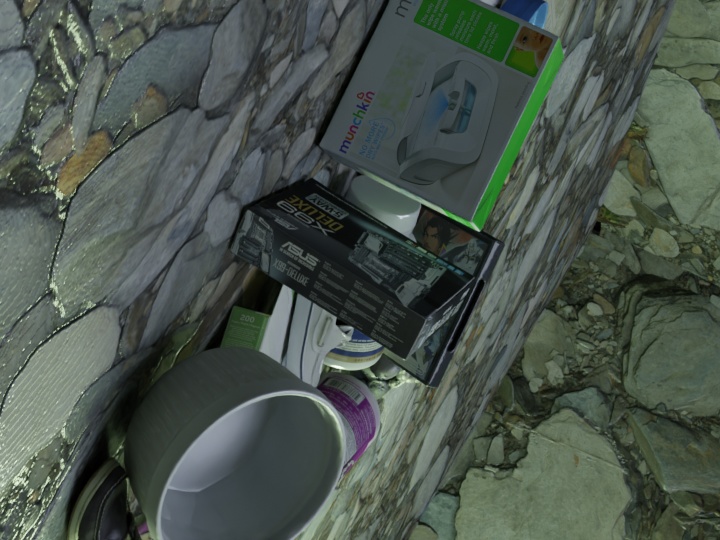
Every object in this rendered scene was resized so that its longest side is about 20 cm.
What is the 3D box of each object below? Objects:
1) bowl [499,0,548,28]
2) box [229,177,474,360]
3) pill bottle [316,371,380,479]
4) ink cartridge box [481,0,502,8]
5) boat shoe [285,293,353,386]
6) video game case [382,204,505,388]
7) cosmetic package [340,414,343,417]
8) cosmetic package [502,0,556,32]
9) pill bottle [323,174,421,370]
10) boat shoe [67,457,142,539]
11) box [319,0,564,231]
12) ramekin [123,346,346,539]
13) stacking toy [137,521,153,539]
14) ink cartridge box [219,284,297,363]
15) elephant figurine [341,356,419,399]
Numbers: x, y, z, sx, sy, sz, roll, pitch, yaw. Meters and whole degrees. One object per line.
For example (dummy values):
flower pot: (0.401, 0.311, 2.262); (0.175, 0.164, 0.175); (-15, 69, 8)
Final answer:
bowl: (0.150, -0.217, 1.643); (0.202, 0.039, 0.201); (-60, 170, -17)
box: (-0.005, -0.006, 1.390); (0.050, 0.199, 0.158); (-63, 167, 22)
pill bottle: (-0.060, 0.214, 1.792); (0.200, 0.111, 0.113); (-42, 155, -57)
ink cartridge box: (0.107, -0.283, 1.579); (0.117, 0.067, 0.202); (-49, 160, -53)
boat shoe: (-0.035, 0.052, 1.549); (0.072, 0.065, 0.202); (-62, 165, -62)
video game case: (0.056, 0.010, 1.691); (0.025, 0.199, 0.182); (17, 102, -47)
cosmetic package: (-0.100, 0.234, 1.608); (0.200, 0.089, 0.107); (-54, -167, 45)
cosmetic package: (0.193, -0.317, 1.839); (0.106, 0.071, 0.200); (-61, 167, -7)
pill bottle: (0.000, 0.000, 1.613); (0.111, 0.110, 0.202); (-43, 156, -56)
boat shoe: (-0.226, 0.254, 1.324); (0.072, 0.064, 0.202); (-44, 156, -50)
box: (0.083, -0.170, 1.465); (0.202, 0.175, 0.097); (-63, 169, 0)
ramekin: (-0.122, 0.165, 1.330); (0.199, 0.105, 0.202); (-22, 131, -27)
stacking toy: (-0.198, 0.289, 1.477); (0.200, 0.115, 0.111); (20, 94, -63)
ink cartridge box: (-0.104, 0.072, 1.498); (0.146, 0.047, 0.202); (89, 15, -64)
elephant figurine: (0.019, 0.119, 1.937); (0.153, 0.143, 0.201); (-12, 154, -18)
